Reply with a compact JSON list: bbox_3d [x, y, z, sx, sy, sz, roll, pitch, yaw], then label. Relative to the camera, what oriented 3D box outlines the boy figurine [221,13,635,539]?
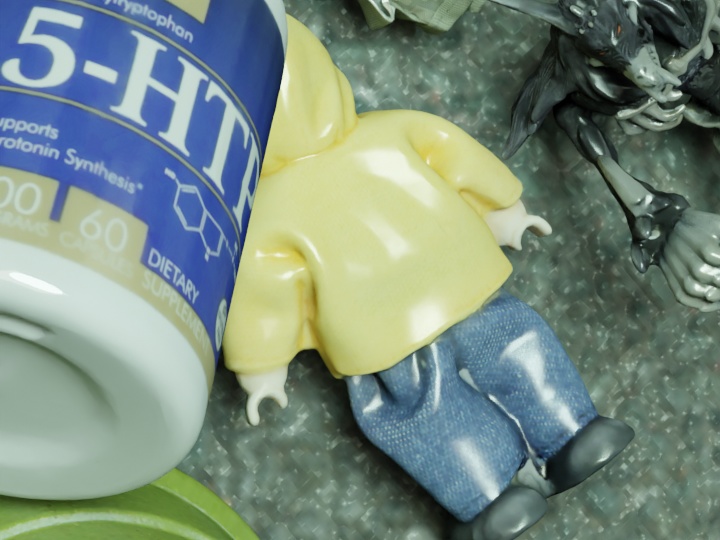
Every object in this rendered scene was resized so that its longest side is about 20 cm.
[{"bbox_3d":[0.000,0.000,0.785,0.124,0.064,0.200,-39,92,-18],"label":"boy figurine"}]

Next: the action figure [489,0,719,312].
[{"bbox_3d":[0.130,-0.051,0.783,0.199,0.102,0.119,26,105,-28],"label":"action figure"}]

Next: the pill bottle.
[{"bbox_3d":[-0.085,-0.048,0.689,0.119,0.120,0.201,18,56,-12],"label":"pill bottle"}]

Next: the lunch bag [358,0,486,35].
[{"bbox_3d":[0.007,-0.197,0.790,0.164,0.118,0.201,30,83,-12],"label":"lunch bag"}]

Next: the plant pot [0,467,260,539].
[{"bbox_3d":[-0.060,0.159,0.656,0.199,0.190,0.201,-3,96,-28],"label":"plant pot"}]
